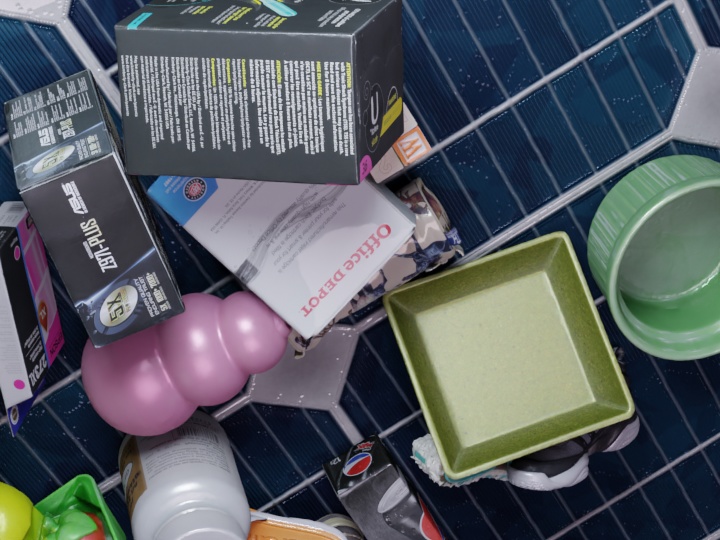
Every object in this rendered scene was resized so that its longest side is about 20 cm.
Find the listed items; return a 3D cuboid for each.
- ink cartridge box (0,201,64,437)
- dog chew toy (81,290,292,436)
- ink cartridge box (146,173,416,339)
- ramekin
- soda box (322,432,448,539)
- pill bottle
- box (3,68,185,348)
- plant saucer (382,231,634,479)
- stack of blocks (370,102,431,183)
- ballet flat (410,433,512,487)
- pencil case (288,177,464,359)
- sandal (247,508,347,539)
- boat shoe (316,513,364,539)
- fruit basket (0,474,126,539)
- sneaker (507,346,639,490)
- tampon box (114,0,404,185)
[{"bbox_3d":[-0.311,0.045,1.558,0.037,0.095,0.200,2,120,10],"label":"ink cartridge box"},{"bbox_3d":[-0.158,0.078,1.587,0.200,0.125,0.125,-19,122,14],"label":"dog chew toy"},{"bbox_3d":[-0.068,-0.060,1.540,0.200,0.084,0.145,43,99,-5],"label":"ink cartridge box"},{"bbox_3d":[0.326,-0.019,1.706,0.200,0.098,0.200,-7,119,-13],"label":"ramekin"},{"bbox_3d":[0.041,0.270,1.797,0.071,0.063,0.200,-32,121,2],"label":"soda box"},{"bbox_3d":[-0.167,0.228,1.636,0.114,0.200,0.114,-6,118,-12],"label":"pill bottle"},{"bbox_3d":[-0.232,-0.057,1.467,0.086,0.200,0.164,-22,121,-3],"label":"box"},{"bbox_3d":[0.145,0.087,1.693,0.200,0.048,0.200,-19,79,-6],"label":"plant saucer"},{"bbox_3d":[-0.020,-0.189,1.508,0.059,0.115,0.200,-31,120,2],"label":"stack of blocks"},{"bbox_3d":[0.131,0.183,1.770,0.200,0.072,0.072,3,119,-44],"label":"ballet flat"},{"bbox_3d":[0.000,0.000,1.634,0.200,0.078,0.089,-34,98,2],"label":"pencil case"},{"bbox_3d":[-0.114,0.283,1.731,0.206,0.059,0.079,3,105,5],"label":"sandal"},{"bbox_3d":[-0.071,0.345,1.798,0.074,0.073,0.200,35,103,-28],"label":"boat shoe"},{"bbox_3d":[-0.336,0.285,1.660,0.215,0.156,0.216,-17,136,-16],"label":"fruit basket"},{"bbox_3d":[0.215,0.146,1.749,0.200,0.075,0.114,-24,116,-44],"label":"sneaker"},{"bbox_3d":[-0.077,-0.154,1.382,0.200,0.150,0.126,5,113,16],"label":"tampon box"}]
